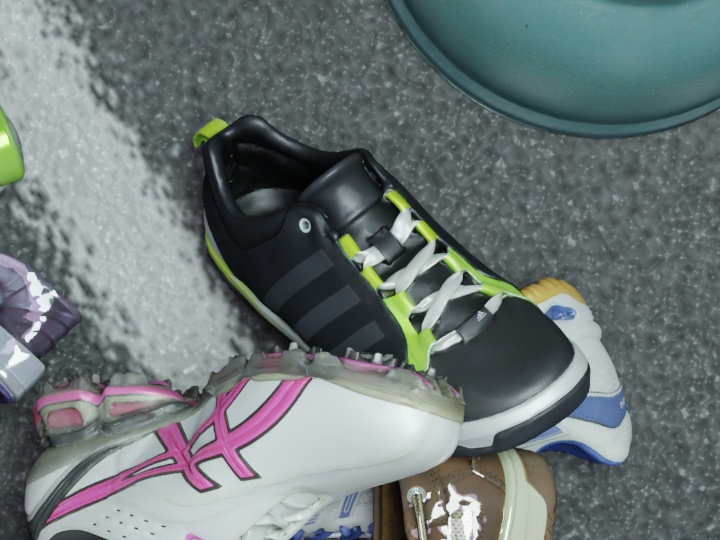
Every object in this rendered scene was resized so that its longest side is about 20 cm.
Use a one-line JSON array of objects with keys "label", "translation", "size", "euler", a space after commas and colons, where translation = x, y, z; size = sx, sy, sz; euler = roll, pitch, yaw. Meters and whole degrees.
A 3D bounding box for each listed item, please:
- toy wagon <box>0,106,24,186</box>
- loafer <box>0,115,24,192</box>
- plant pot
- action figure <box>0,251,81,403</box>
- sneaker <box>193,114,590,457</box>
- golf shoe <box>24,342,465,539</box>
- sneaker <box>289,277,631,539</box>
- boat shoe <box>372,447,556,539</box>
[{"label": "toy wagon", "translation": [-0.224, -0.075, 1.069], "size": [0.155, 0.040, 0.200], "euler": [-20, 83, -9]}, {"label": "loafer", "translation": [-0.234, -0.046, 1.109], "size": [0.200, 0.070, 0.070], "euler": [-8, 114, -4]}, {"label": "plant pot", "translation": [0.105, -0.158, 1.108], "size": [0.200, 0.134, 0.200], "euler": [0, 87, -4]}, {"label": "action figure", "translation": [-0.187, 0.086, 1.088], "size": [0.069, 0.130, 0.200], "euler": [31, 69, -13]}, {"label": "sneaker", "translation": [0.000, 0.000, 1.073], "size": [0.072, 0.083, 0.200], "euler": [-40, 48, -24]}, {"label": "golf shoe", "translation": [-0.042, 0.079, 1.033], "size": [0.073, 0.200, 0.092], "euler": [19, 67, -45]}, {"label": "sneaker", "translation": [0.016, 0.083, 1.120], "size": [0.200, 0.075, 0.088], "euler": [-28, 90, -4]}, {"label": "boat shoe", "translation": [0.016, 0.162, 1.069], "size": [0.075, 0.075, 0.202], "euler": [11, 83, -20]}]
